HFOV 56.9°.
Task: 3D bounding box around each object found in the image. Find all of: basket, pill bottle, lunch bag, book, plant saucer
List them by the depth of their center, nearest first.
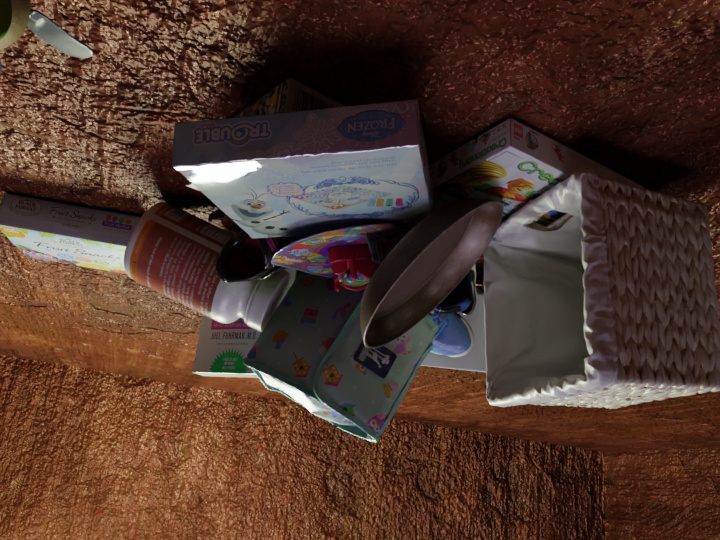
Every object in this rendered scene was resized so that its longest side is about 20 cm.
[{"bbox_3d":[0.236,0.037,0.675,0.158,0.203,0.198,9,161,-16],"label":"basket"},{"bbox_3d":[0.067,-0.003,0.687,0.034,0.200,0.201,45,171,18],"label":"plant saucer"},{"bbox_3d":[-0.019,0.102,0.839,0.198,0.171,0.122,20,156,30],"label":"lunch bag"},{"bbox_3d":[-0.198,0.000,0.875,0.198,0.113,0.112,26,162,6],"label":"pill bottle"},{"bbox_3d":[-0.165,0.051,0.958,0.132,0.203,0.048,-3,160,26],"label":"book"}]

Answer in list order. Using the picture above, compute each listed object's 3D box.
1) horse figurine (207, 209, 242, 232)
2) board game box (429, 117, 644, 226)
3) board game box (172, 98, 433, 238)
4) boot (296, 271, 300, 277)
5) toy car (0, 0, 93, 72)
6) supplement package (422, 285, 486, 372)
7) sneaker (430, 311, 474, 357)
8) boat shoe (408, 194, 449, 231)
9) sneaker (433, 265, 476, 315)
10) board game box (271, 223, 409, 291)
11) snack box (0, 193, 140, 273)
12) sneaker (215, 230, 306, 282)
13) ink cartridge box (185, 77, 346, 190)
[{"bbox_3d":[-0.094,-0.057,0.859,0.197,0.051,0.133,8,155,-10],"label":"horse figurine"},{"bbox_3d":[0.184,-0.086,0.697,0.198,0.035,0.126,17,158,-28],"label":"board game box"},{"bbox_3d":[-0.036,-0.082,0.603,0.197,0.044,0.199,-3,166,9],"label":"board game box"},{"bbox_3d":[-0.120,0.034,1.102,0.195,0.075,0.162,10,164,-14],"label":"boot"},{"bbox_3d":[-0.280,-0.176,0.450,0.162,0.160,0.200,-6,171,6],"label":"toy car"},{"bbox_3d":[0.121,0.080,1.023,0.197,0.119,0.117,6,-175,4],"label":"supplement package"},{"bbox_3d":[0.070,0.062,0.927,0.198,0.076,0.077,30,-174,2],"label":"sneaker"},{"bbox_3d":[0.045,-0.053,0.803,0.071,0.066,0.200,-23,178,-29],"label":"boat shoe"},{"bbox_3d":[0.105,0.007,0.867,0.079,0.117,0.200,9,162,-4],"label":"sneaker"},{"bbox_3d":[0.000,0.000,0.732,0.156,0.040,0.199,-16,163,29],"label":"board game box"},{"bbox_3d":[-0.412,-0.048,0.987,0.197,0.054,0.142,9,160,-7],"label":"snack box"},{"bbox_3d":[-0.080,-0.034,0.762,0.198,0.077,0.084,-29,-170,15],"label":"sneaker"},{"bbox_3d":[-0.086,-0.117,0.678,0.108,0.051,0.199,18,159,-36],"label":"ink cartridge box"}]
